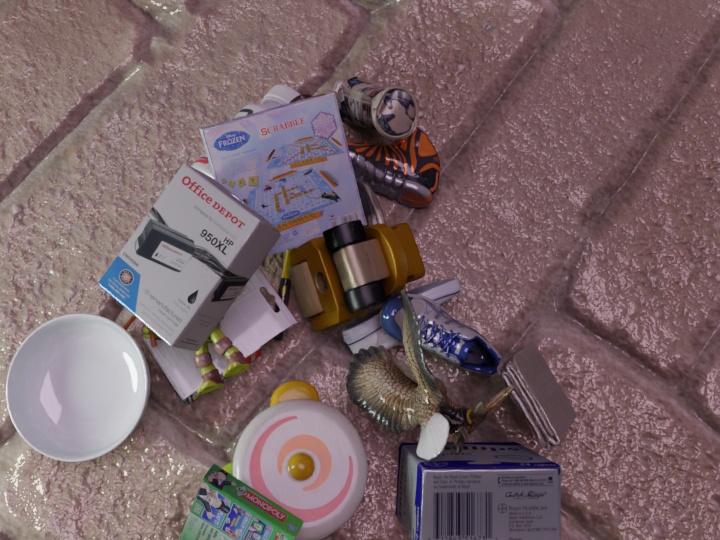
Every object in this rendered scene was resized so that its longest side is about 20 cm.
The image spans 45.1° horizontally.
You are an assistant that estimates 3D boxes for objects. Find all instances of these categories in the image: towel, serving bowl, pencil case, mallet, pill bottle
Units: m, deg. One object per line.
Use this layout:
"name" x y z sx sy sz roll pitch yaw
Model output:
"towel" 0.250 0.175 1.224 0.034 0.200 0.133 -32 80 19
"serving bowl" -0.383 0.162 1.207 0.198 0.066 0.202 -1 82 5
"pencil case" 0.022 -0.254 1.344 0.089 0.200 0.078 15 100 -23
"mallet" -0.122 0.004 1.322 0.065 0.041 0.202 16 74 -2
"pill bottle" -0.159 -0.185 1.337 0.119 0.120 0.200 35 70 6

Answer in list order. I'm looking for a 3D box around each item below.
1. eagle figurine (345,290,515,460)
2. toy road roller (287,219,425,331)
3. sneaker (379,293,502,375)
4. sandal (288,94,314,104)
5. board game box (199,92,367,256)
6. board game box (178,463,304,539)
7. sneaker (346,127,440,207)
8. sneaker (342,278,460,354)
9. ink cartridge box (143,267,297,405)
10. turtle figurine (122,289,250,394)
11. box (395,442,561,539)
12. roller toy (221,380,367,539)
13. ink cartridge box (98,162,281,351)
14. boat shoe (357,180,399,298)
"eagle figurine" 0.077 0.150 1.159 0.200 0.151 0.152 41 76 7
"toy road roller" 0.000 0.000 1.247 0.145 0.200 0.124 -16 85 -34
"sneaker" 0.122 0.092 1.249 0.199 0.088 0.076 23 92 -26
"sandal" -0.072 -0.170 1.317 0.081 0.054 0.201 -34 118 -25
"board game box" -0.109 -0.134 1.250 0.198 0.041 0.201 -17 107 -13
"board game box" -0.161 0.345 1.115 0.134 0.201 0.029 30 42 4
"sneaker" 0.036 -0.186 1.391 0.199 0.078 0.113 24 65 -8
"sneaker" 0.069 0.077 1.308 0.199 0.073 0.071 -27 98 -13
"ink cartridge box" -0.203 0.095 1.271 0.199 0.050 0.109 -33 77 -17
"turtle figurine" -0.229 0.087 1.211 0.199 0.064 0.162 -29 74 6
"box" 0.150 0.295 1.155 0.182 0.200 0.106 1 87 -6
"roller toy" -0.082 0.271 1.176 0.182 0.140 0.201 35 70 6
"ink cartridge box" -0.225 -0.017 1.150 0.144 0.084 0.201 36 91 17
"boat shoe" 0.008 -0.046 1.332 0.073 0.075 0.201 -15 65 -2
